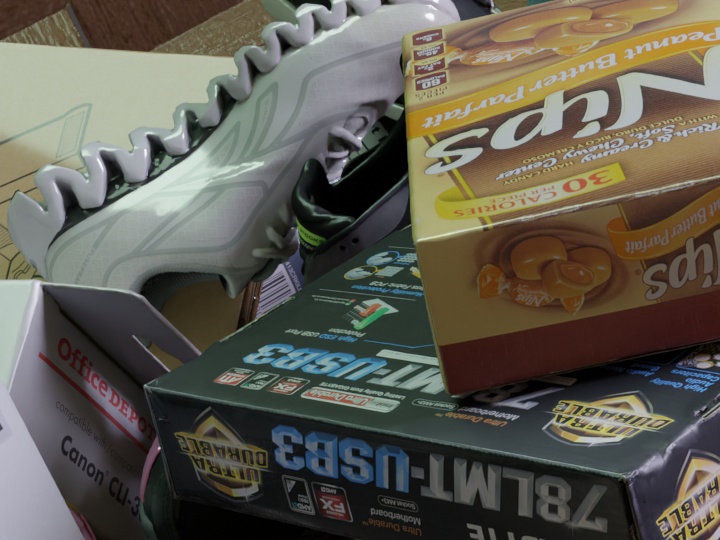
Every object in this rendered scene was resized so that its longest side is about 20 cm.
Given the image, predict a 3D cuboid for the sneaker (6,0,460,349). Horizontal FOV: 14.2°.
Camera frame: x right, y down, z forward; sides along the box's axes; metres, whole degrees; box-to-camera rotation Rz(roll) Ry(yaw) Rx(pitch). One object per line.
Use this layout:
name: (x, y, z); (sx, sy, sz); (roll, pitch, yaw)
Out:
sneaker: (-0.040, -0.040, 1.143); (0.200, 0.081, 0.075); (-33, -21, 8)

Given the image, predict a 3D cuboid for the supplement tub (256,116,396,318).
supplement tub: (-0.031, -0.014, 1.299); (0.200, 0.140, 0.140); (-30, 10, -26)

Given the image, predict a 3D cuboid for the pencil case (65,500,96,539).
pencil case: (-0.176, 0.130, 1.072); (0.086, 0.083, 0.200); (-12, -2, -39)

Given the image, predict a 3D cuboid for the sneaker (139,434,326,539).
sneaker: (0.014, 0.052, 1.041); (0.200, 0.079, 0.095); (-29, 20, -9)

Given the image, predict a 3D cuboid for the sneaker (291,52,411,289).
sneaker: (0.000, 0.000, 1.114); (0.200, 0.083, 0.071); (-62, 23, 15)

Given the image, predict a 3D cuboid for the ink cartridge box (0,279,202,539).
ink cartridge box: (-0.149, 0.058, 1.098); (0.200, 0.116, 0.068); (-1, 62, 29)

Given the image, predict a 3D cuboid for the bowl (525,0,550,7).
bowl: (0.155, -0.124, 1.346); (0.201, 0.105, 0.201); (-31, -9, -5)

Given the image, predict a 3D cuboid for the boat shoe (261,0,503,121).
boat shoe: (0.019, -0.118, 1.262); (0.074, 0.060, 0.200); (-15, 33, -25)

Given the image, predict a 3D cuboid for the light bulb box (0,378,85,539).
light bulb box: (-0.202, 0.103, 0.904); (0.198, 0.200, 0.125); (-21, 10, 31)

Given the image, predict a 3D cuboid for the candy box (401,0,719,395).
candy box: (0.075, -0.034, 0.920); (0.115, 0.055, 0.200); (-12, 21, 5)

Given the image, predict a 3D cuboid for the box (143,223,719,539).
box: (0.069, 0.025, 0.917); (0.200, 0.050, 0.198); (6, 30, 43)

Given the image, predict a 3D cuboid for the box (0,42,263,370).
box: (-0.132, -0.017, 1.206); (0.200, 0.164, 0.021); (5, -22, 18)
